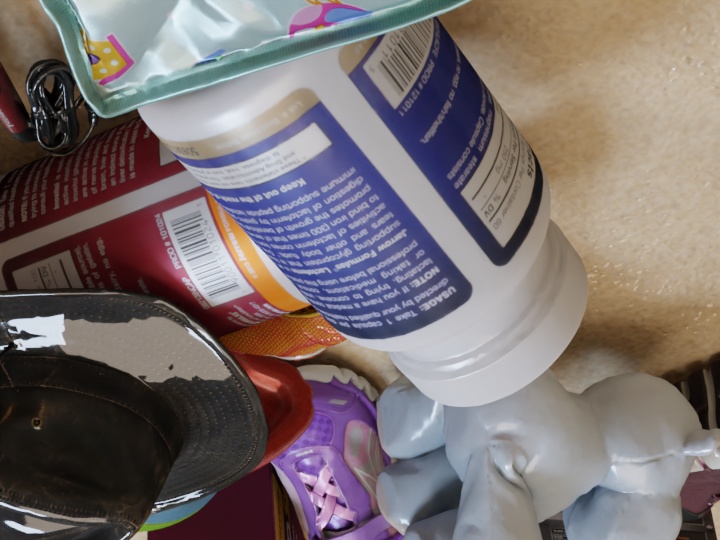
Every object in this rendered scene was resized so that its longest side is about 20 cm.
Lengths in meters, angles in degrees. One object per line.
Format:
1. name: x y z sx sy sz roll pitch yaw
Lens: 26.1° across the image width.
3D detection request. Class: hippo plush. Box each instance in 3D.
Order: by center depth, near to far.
1. hippo plush: 0.110 0.102 0.909 0.160 0.201 0.159 3 -173 -27

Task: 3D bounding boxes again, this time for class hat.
1. hat: -0.144 0.092 0.720 0.199 0.081 0.201 2 137 2

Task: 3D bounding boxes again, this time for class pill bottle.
1. pill bottle: 0.008 -0.039 0.643 0.115 0.116 0.200 -24 127 23
2. pill bottle: -0.115 -0.011 0.754 0.199 0.113 0.113 -19 140 19

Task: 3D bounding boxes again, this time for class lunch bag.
1. lunch bag: -0.014 -0.162 0.520 0.199 0.171 0.122 -17 129 17

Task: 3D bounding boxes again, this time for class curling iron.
1. curling iron: -0.166 -0.119 0.651 0.049 0.026 0.200 -33 138 -1

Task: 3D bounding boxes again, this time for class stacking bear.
1. stacking bear: -0.131 0.101 0.900 0.122 0.114 0.200 47 144 2

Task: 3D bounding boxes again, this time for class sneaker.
1. sneaker: 0.000 0.000 0.789 0.199 0.073 0.077 -12 167 20
2. sneaker: -0.013 0.136 0.971 0.080 0.089 0.200 -14 140 14
3. sneaker: 0.238 0.110 0.986 0.199 0.076 0.115 -13 148 28

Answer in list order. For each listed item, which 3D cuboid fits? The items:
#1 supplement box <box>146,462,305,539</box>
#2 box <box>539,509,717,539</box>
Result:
1. supplement box: -0.081 0.212 1.042 0.085 0.111 0.200 -8 142 3
2. box: 0.140 0.207 1.017 0.199 0.159 0.048 6 140 -12
